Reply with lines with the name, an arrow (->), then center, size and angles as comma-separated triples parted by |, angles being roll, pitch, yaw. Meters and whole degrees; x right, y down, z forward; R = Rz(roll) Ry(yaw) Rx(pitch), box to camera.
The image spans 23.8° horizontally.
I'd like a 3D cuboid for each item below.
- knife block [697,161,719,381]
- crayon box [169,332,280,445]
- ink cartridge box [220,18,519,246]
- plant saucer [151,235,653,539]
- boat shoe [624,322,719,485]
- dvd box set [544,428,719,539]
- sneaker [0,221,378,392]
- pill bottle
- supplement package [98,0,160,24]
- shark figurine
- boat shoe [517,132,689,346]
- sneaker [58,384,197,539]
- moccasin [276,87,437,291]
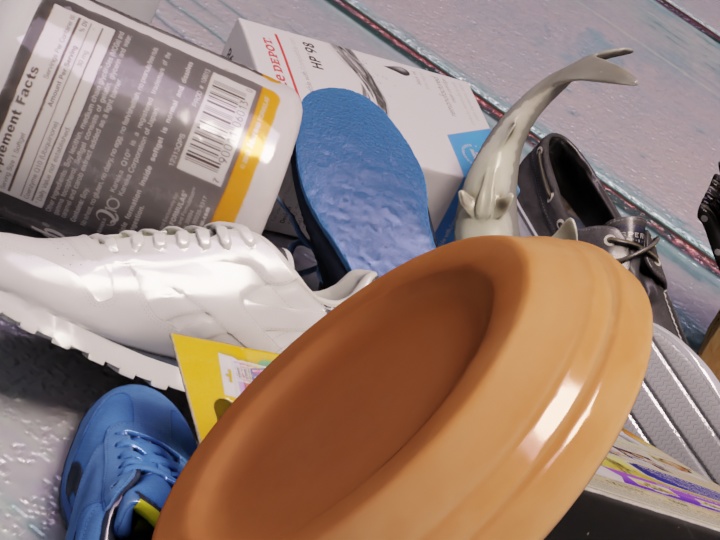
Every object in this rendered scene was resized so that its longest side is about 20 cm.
knife block -> 0.281, 0.007, 0.998 | 0.199, 0.176, 0.064 | 32, 32, 6
crayon box -> 0.010, 0.101, 0.719 | 0.199, 0.052, 0.126 | 13, 37, -31
ink cartridge box -> -0.020, -0.075, 0.983 | 0.199, 0.067, 0.116 | 12, 35, -26
plant saucer -> 0.002, 0.055, 0.550 | 0.038, 0.199, 0.201 | 49, 26, -18
boat shoe -> 0.174, 0.114, 0.843 | 0.201, 0.072, 0.071 | 60, 16, 4
dvd box set -> 0.075, 0.076, 0.635 | 0.145, 0.030, 0.200 | 19, 4, -19
sneaker -> -0.086, 0.010, 0.770 | 0.199, 0.081, 0.076 | 19, 4, -26
pill bottle -> -0.137, -0.073, 0.838 | 0.199, 0.117, 0.117 | 22, 31, -9
supplement package -> -0.212, -0.207, 0.976 | 0.199, 0.114, 0.110 | 33, 29, 9
shark figurine -> 0.086, -0.024, 0.944 | 0.127, 0.217, 0.089 | 6, -4, 15
boat shoe -> 0.148, -0.010, 1.023 | 0.069, 0.067, 0.201 | 8, 36, -30
sneaker -> -0.082, 0.099, 0.668 | 0.065, 0.079, 0.201 | 18, 31, -14
moccasin -> 0.000, 0.000, 0.864 | 0.080, 0.068, 0.201 | -3, 57, -20
